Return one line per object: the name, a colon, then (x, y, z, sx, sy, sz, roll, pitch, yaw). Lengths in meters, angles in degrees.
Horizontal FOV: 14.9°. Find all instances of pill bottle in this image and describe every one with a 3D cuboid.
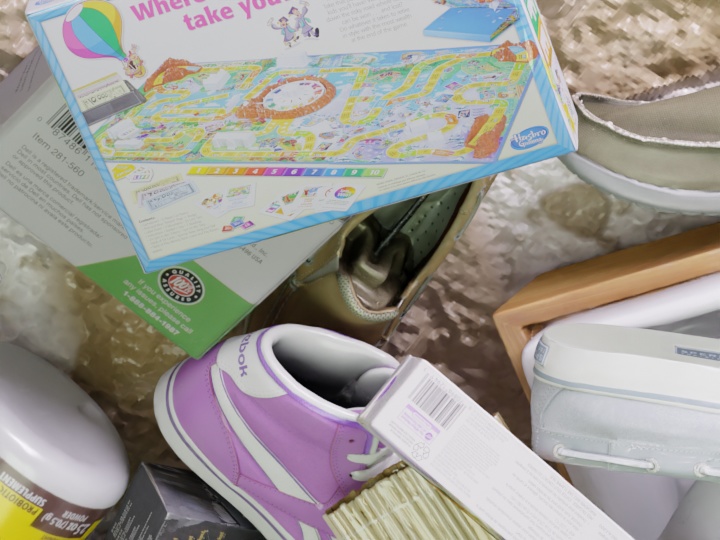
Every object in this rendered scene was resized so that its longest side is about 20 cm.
pill bottle: (-0.213, 0.138, 1.360, 0.109, 0.109, 0.200, 37, 107, -17)

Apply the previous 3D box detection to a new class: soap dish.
soap dish: (0.171, 0.069, 1.313, 0.157, 0.081, 0.200, -17, 119, 16)

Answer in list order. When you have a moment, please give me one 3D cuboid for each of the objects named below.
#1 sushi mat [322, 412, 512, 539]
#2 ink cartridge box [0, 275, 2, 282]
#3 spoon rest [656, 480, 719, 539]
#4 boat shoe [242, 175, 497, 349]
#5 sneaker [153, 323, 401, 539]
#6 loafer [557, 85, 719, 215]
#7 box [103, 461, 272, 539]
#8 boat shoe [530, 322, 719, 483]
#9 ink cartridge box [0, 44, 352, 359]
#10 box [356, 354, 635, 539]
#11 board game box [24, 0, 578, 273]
sushi mat: (0.075, 0.168, 1.265, 0.096, 0.012, 0.200, -32, 97, 14)
ink cartridge box: (-0.247, -0.074, 1.239, 0.067, 0.116, 0.200, -34, 122, -23)
spoon rest: (0.168, 0.141, 1.288, 0.200, 0.061, 0.099, -41, 113, 13)
boat shoe: (0.000, 0.000, 1.290, 0.072, 0.076, 0.200, 25, 122, -11)
sneaker: (0.007, 0.099, 1.300, 0.200, 0.073, 0.114, 38, 139, -23)
loafer: (0.184, -0.066, 1.239, 0.199, 0.075, 0.070, 4, 111, -2)
box: (-0.075, 0.203, 1.388, 0.157, 0.050, 0.200, 14, 113, -30)
boat shoe: (0.172, 0.074, 1.221, 0.200, 0.070, 0.072, 11, 105, 7)
ink cartridge box: (-0.060, -0.080, 1.240, 0.146, 0.084, 0.200, 39, 117, -18)
box: (0.085, 0.115, 1.225, 0.200, 0.039, 0.041, 40, 85, -8)
board game box: (-0.023, -0.086, 1.162, 0.200, 0.034, 0.135, -15, 119, 13)
